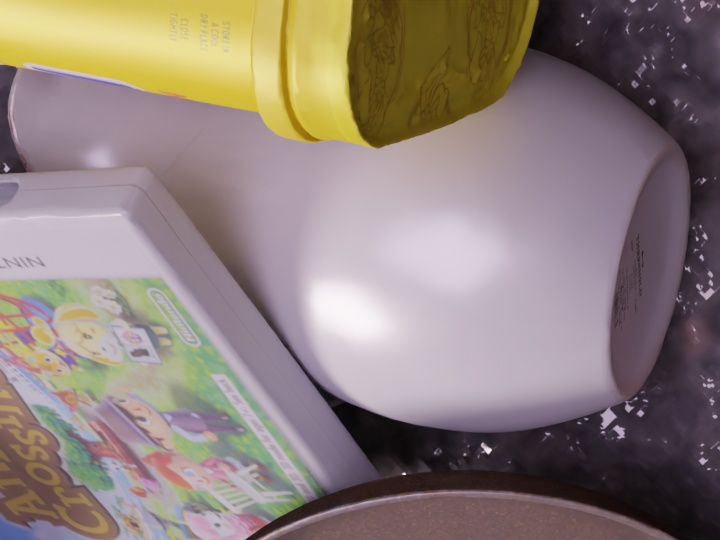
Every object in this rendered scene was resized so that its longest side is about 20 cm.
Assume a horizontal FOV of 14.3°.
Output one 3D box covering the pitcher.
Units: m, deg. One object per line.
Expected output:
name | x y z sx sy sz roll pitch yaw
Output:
pitcher | 0.000 0.000 0.921 0.200 0.121 0.172 12 136 21

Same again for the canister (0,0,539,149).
canister | -0.064 -0.098 0.807 0.200 0.148 0.087 12 105 21

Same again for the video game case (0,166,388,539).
video game case | -0.092 0.042 0.924 0.182 0.022 0.200 -1 140 35

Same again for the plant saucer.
plant saucer | 0.033 0.127 0.922 0.200 0.032 0.200 1 135 1
